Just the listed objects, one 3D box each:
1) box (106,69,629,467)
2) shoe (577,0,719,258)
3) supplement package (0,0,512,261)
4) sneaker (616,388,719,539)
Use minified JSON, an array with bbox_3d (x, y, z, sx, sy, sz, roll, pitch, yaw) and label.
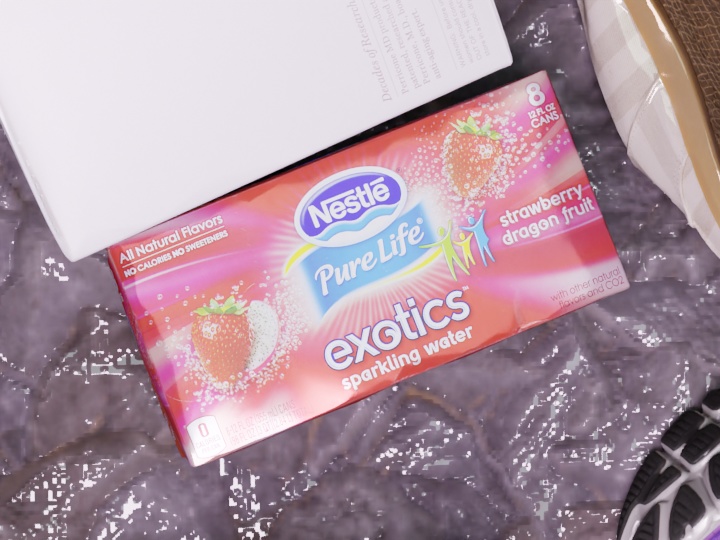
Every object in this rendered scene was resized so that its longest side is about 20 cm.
[{"bbox_3d":[0.000,0.000,0.899,0.199,0.095,0.100,-22,89,-6],"label":"box"},{"bbox_3d":[0.143,-0.083,0.943,0.070,0.053,0.201,-28,96,-39],"label":"shoe"},{"bbox_3d":[-0.059,-0.107,0.872,0.199,0.117,0.118,-25,112,-7],"label":"supplement package"},{"bbox_3d":[0.204,0.082,0.929,0.199,0.081,0.084,-35,108,-1],"label":"sneaker"}]
